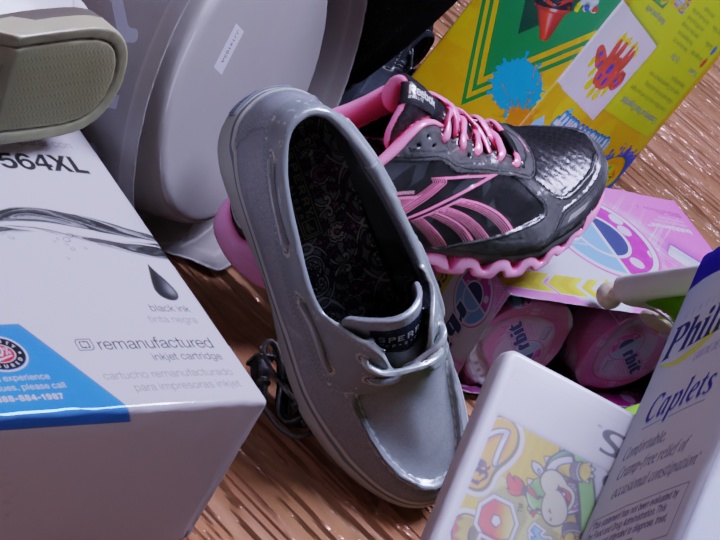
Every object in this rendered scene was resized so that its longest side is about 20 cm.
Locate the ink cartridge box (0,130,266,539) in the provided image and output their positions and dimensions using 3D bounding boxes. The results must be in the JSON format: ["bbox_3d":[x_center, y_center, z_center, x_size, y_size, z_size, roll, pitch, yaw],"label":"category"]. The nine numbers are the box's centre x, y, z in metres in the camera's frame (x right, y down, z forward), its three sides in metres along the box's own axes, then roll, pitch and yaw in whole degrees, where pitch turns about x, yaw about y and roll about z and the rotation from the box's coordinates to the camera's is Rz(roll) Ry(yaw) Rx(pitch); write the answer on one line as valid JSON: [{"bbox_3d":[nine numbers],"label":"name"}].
[{"bbox_3d":[-0.153,0.014,0.809,0.145,0.085,0.200,-1,43,-44],"label":"ink cartridge box"}]

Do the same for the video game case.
[{"bbox_3d":[0.096,0.157,0.772,0.181,0.023,0.201,27,68,-7],"label":"video game case"}]

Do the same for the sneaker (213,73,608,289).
[{"bbox_3d":[0.032,-0.049,0.949,0.199,0.096,0.079,-10,45,-24],"label":"sneaker"}]

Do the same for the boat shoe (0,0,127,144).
[{"bbox_3d":[-0.184,-0.086,0.783,0.068,0.075,0.199,40,25,31],"label":"boat shoe"}]

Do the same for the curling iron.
[{"bbox_3d":[0.000,0.000,0.974,0.049,0.026,0.201,35,48,-7],"label":"curling iron"}]

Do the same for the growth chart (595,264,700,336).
[{"bbox_3d":[0.215,0.052,0.970,0.199,0.145,0.018,33,72,-10],"label":"growth chart"}]

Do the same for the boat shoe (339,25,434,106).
[{"bbox_3d":[-0.002,-0.094,1.134,0.062,0.075,0.200,40,34,3],"label":"boat shoe"}]

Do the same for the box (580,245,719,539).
[{"bbox_3d":[0.189,0.103,0.749,0.183,0.105,0.201,30,66,-7],"label":"box"}]

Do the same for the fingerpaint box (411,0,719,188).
[{"bbox_3d":[0.132,-0.132,1.159,0.073,0.167,0.200,43,11,20],"label":"fingerpaint box"}]

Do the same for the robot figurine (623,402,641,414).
[{"bbox_3d":[0.157,0.109,0.903,0.199,0.175,0.117,-15,91,-34],"label":"robot figurine"}]

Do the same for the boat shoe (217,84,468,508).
[{"bbox_3d":[0.000,0.018,0.872,0.070,0.202,0.071,-29,17,-16],"label":"boat shoe"}]

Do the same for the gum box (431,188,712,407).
[{"bbox_3d":[0.115,0.010,1.085,0.199,0.066,0.114,8,35,-35],"label":"gum box"}]

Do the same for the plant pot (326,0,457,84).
[{"bbox_3d":[-0.008,-0.220,1.064,0.199,0.178,0.200,28,34,-6],"label":"plant pot"}]

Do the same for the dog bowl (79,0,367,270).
[{"bbox_3d":[-0.070,-0.096,0.953,0.058,0.201,0.200,24,26,20],"label":"dog bowl"}]
